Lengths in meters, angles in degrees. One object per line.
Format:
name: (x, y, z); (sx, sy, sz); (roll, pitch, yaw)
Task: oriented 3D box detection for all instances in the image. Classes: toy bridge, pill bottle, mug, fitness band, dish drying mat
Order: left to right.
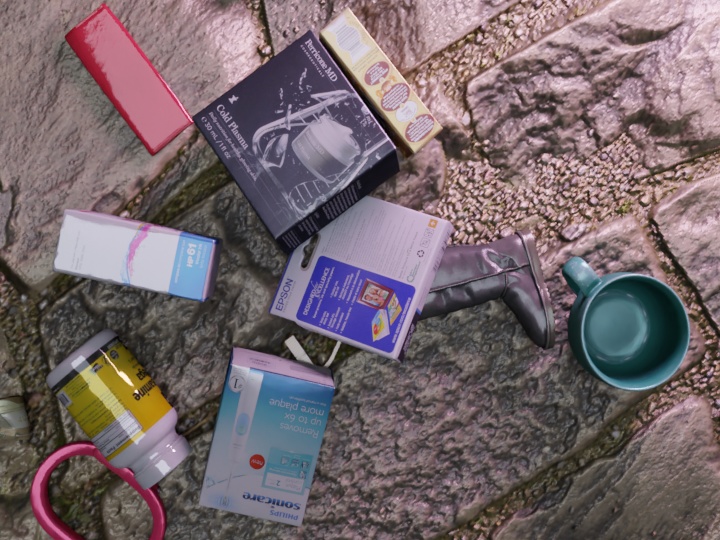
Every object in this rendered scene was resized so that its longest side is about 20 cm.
fitness band: (-0.359, 0.325, 1.506); (0.199, 0.037, 0.144); (39, 92, -2)
pill bottle: (-0.318, 0.188, 1.463); (0.112, 0.112, 0.201); (-38, 94, -1)
dish drying mat: (-0.316, -0.261, 1.495); (0.076, 0.018, 0.201); (-37, 94, 0)
toy bridge: (-0.081, 0.120, 1.514); (0.199, 0.027, 0.068); (-37, 93, 0)
mug: (0.356, 0.064, 1.490); (0.149, 0.114, 0.189); (-10, 92, -2)

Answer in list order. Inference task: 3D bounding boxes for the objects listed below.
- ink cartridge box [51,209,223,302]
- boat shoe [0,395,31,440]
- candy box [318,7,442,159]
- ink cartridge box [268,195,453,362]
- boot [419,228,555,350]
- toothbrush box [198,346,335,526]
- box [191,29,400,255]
ink cartridge box: (-0.289, -0.021, 1.440); (0.196, 0.145, 0.086); (11, 91, -3)
boat shoe: (-0.548, 0.222, 1.475); (0.197, 0.073, 0.064); (-15, 88, -10)
candy box: (0.024, -0.246, 1.463); (0.055, 0.115, 0.201); (-38, 93, 0)
ink cartridge box: (0.000, 0.000, 1.478); (0.197, 0.047, 0.201); (18, 81, 24)
boot: (0.155, 0.041, 1.502); (0.197, 0.073, 0.185); (-14, 79, -9)
toothbrush box: (-0.127, 0.223, 1.470); (0.144, 0.085, 0.203); (14, 102, -7)
box: (-0.081, -0.165, 1.441); (0.195, 0.124, 0.201); (-36, 81, -3)
